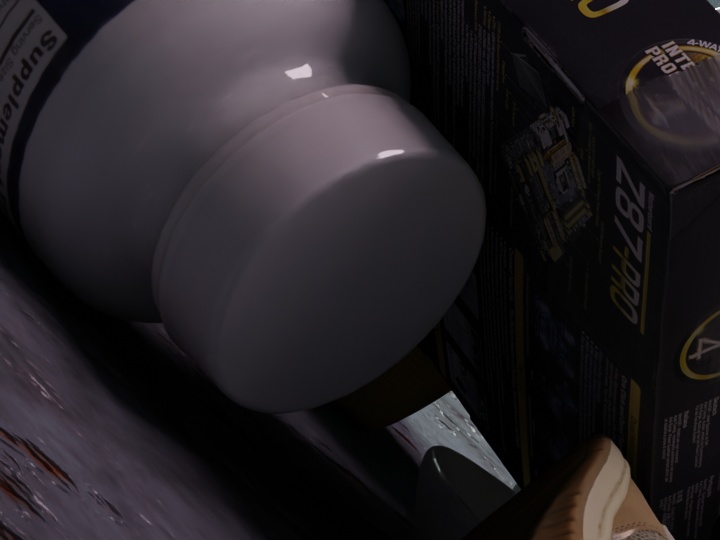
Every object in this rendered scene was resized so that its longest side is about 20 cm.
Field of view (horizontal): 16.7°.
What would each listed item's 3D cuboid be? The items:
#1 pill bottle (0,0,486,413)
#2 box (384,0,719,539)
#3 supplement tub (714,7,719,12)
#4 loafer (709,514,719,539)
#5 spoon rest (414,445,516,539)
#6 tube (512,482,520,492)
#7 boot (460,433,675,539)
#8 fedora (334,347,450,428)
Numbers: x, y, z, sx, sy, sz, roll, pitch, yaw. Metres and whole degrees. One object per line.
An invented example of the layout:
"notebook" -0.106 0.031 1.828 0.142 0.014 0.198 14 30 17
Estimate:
"pill bottle" -0.057 -0.057 0.650 0.200 0.111 0.111 48 4 34
"box" 0.052 -0.015 0.663 0.161 0.049 0.200 55 -18 36
"supplement tub" 0.143 0.024 0.762 0.123 0.123 0.200 41 23 -53
"loafer" 0.136 0.152 0.644 0.071 0.073 0.200 -66 134 -68
"spoon rest" 0.090 0.122 0.751 0.200 0.061 0.099 45 5 -19
"tube" 0.137 0.154 1.071 0.200 0.050 0.077 47 4 -32
"boot" 0.082 0.123 0.562 0.155 0.072 0.200 45 9 -6
"fedora" 0.000 0.000 0.924 0.201 0.082 0.201 47 -2 2
